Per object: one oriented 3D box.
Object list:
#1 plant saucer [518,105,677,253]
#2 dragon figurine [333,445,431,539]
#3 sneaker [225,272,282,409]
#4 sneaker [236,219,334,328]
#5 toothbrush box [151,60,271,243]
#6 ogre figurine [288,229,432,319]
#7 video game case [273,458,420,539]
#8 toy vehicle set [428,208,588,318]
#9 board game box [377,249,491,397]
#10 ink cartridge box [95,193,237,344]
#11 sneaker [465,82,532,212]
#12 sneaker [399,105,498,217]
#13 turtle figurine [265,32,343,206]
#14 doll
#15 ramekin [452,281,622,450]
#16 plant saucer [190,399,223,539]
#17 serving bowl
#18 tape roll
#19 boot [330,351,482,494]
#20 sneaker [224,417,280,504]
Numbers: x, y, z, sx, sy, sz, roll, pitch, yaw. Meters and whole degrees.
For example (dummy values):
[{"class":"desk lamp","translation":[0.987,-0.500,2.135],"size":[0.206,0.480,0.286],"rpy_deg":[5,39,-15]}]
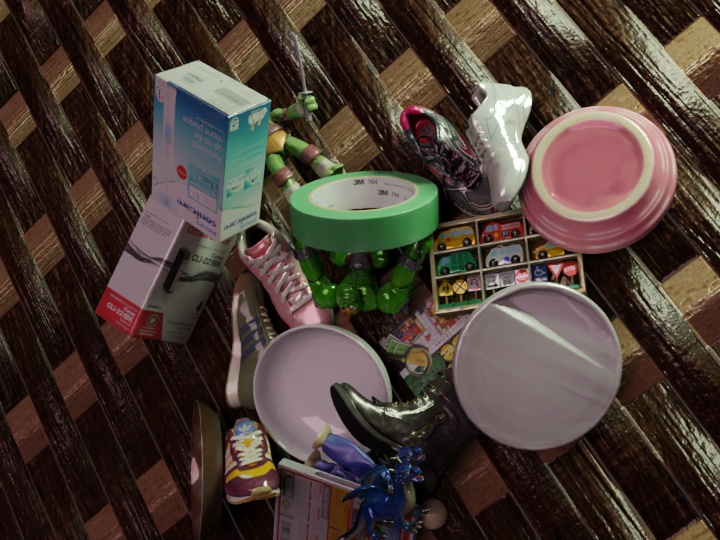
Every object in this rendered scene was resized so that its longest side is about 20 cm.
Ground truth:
[{"class":"plant saucer","translation":[0.294,-0.123,1.233],"size":[0.200,0.051,0.202],"rpy_deg":[-7,68,18]},{"class":"dragon figurine","translation":[0.019,0.279,1.204],"size":[0.200,0.059,0.100],"rpy_deg":[-27,100,38]},{"class":"sneaker","translation":[-0.140,0.105,1.435],"size":[0.089,0.067,0.201],"rpy_deg":[1,81,19]},{"class":"sneaker","translation":[-0.116,0.008,1.411],"size":[0.075,0.105,0.201],"rpy_deg":[-35,67,6]},{"class":"toothbrush box","translation":[-0.210,-0.164,1.351],"size":[0.146,0.085,0.201],"rpy_deg":[32,132,26]},{"class":"ogre figurine","translation":[0.000,0.000,1.342],"size":[0.199,0.098,0.121],"rpy_deg":[-2,107,3]},{"class":"video game case","translation":[-0.023,0.341,1.301],"size":[0.199,0.017,0.144],"rpy_deg":[15,116,20]},{"class":"toy vehicle set","translation":[0.190,-0.014,1.281],"size":[0.199,0.027,0.125],"rpy_deg":[-10,72,17]},{"class":"board game box","translation":[0.125,0.073,1.323],"size":[0.200,0.023,0.105],"rpy_deg":[-43,67,14]},{"class":"ink cartridge box","translation":[-0.289,0.000,1.481],"size":[0.084,0.144,0.201],"rpy_deg":[27,94,27]},{"class":"sneaker","translation":[0.174,-0.163,1.275],"size":[0.080,0.070,0.201],"rpy_deg":[14,57,-11]},{"class":"sneaker","translation":[0.123,-0.147,1.334],"size":[0.081,0.075,0.200],"rpy_deg":[-49,65,11]},{"class":"turtle figurine","translation":[-0.121,-0.196,1.417],"size":[0.194,0.144,0.200],"rpy_deg":[47,134,12]},{"class":"doll","translation":[0.025,0.281,1.294],"size":[0.199,0.048,0.137],"rpy_deg":[29,110,11]},{"class":"ramekin","translation":[0.211,0.110,1.196],"size":[0.201,0.094,0.203],"rpy_deg":[0,95,3]},{"class":"plant saucer","translation":[-0.219,0.286,1.395],"size":[0.034,0.200,0.201],"rpy_deg":[1,79,-13]},{"class":"serving bowl","translation":[-0.045,0.165,1.354],"size":[0.199,0.066,0.201],"rpy_deg":[4,102,19]},{"class":"tape roll","translation":[0.005,-0.082,1.315],"size":[0.200,0.200,0.048],"rpy_deg":[10,116,28]},{"class":"boot","translation":[0.079,0.169,1.259],"size":[0.200,0.069,0.174],"rpy_deg":[42,69,4]},{"class":"sneaker","translation":[-0.153,0.252,1.317],"size":[0.075,0.200,0.091],"rpy_deg":[-7,92,-14]}]
